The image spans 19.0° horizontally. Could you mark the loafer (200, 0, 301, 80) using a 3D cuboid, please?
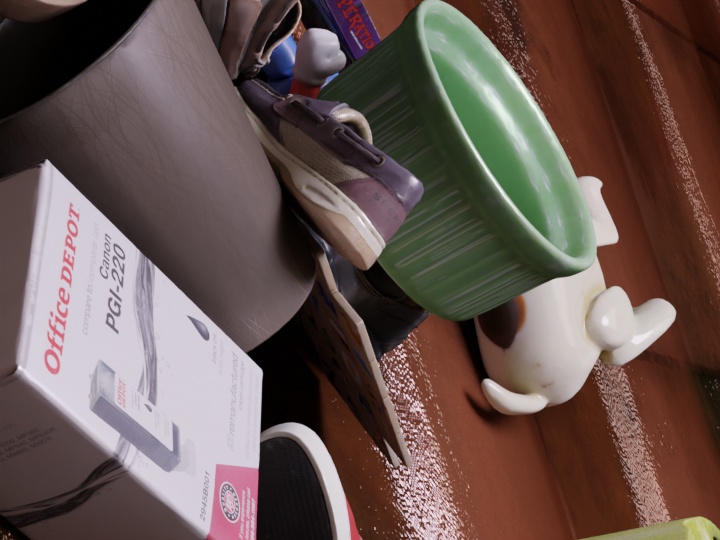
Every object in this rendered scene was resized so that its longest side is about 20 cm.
[{"bbox_3d":[-0.061,-0.151,1.270,0.200,0.063,0.072,109,-13,-82],"label":"loafer"}]

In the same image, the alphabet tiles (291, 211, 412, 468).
[{"bbox_3d":[-0.022,0.030,1.342,0.166,0.006,0.200,51,-14,45],"label":"alphabet tiles"}]

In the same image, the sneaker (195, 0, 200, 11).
[{"bbox_3d":[-0.168,-0.213,1.303,0.131,0.079,0.200,36,28,-54],"label":"sneaker"}]

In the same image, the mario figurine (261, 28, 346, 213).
[{"bbox_3d":[-0.016,-0.116,1.506,0.123,0.106,0.200,-21,85,-55],"label":"mario figurine"}]

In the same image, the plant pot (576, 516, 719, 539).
[{"bbox_3d":[0.173,0.258,1.481,0.200,0.184,0.201,47,30,-39],"label":"plant pot"}]

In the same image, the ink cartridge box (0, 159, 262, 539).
[{"bbox_3d":[-0.138,0.063,1.101,0.200,0.085,0.146,45,31,-38],"label":"ink cartridge box"}]

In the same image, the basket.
[{"bbox_3d":[-0.119,-0.052,1.196,0.200,0.136,0.180,60,35,-27],"label":"basket"}]

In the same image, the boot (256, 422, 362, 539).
[{"bbox_3d":[-0.010,0.186,1.294,0.144,0.072,0.200,-6,82,-67],"label":"boot"}]

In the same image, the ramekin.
[{"bbox_3d":[0.057,-0.065,1.385,0.200,0.098,0.200,48,22,-27],"label":"ramekin"}]

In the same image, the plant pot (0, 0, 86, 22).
[{"bbox_3d":[-0.228,-0.212,1.140,0.201,0.093,0.201,46,29,-36],"label":"plant pot"}]

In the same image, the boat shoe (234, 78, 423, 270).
[{"bbox_3d":[-0.021,-0.067,1.264,0.072,0.065,0.200,57,-5,-33],"label":"boat shoe"}]

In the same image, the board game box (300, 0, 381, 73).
[{"bbox_3d":[-0.007,-0.158,1.562,0.120,0.032,0.200,42,-14,48],"label":"board game box"}]

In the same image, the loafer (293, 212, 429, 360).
[{"bbox_3d":[0.000,0.000,1.402,0.073,0.072,0.200,61,-2,20],"label":"loafer"}]

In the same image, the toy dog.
[{"bbox_3d":[0.121,-0.003,1.711,0.194,0.139,0.200,-40,112,-28],"label":"toy dog"}]
